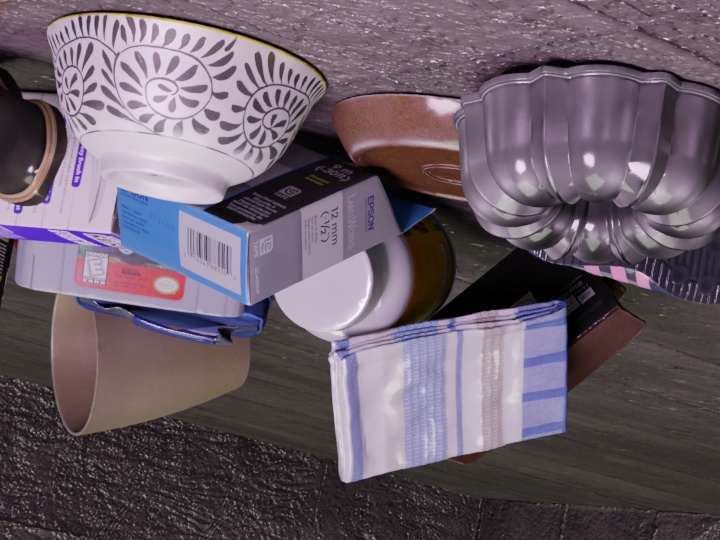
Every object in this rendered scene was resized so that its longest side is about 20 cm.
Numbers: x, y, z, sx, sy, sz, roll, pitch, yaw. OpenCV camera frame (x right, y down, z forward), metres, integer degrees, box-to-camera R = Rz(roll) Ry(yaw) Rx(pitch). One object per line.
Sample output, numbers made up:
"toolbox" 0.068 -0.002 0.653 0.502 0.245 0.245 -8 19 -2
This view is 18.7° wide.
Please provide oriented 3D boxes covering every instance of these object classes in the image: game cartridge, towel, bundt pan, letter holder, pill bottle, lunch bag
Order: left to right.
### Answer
"game cartridge" -0.188 -0.036 1.849 0.199 0.134 0.041 8 -158 -3
"lunch bag" -0.158 -0.005 1.966 0.199 0.133 0.136 11 170 -1
"pill bottle" 0.000 0.000 1.763 0.112 0.113 0.200 7 -175 18
"towel" 0.072 0.097 1.744 0.199 0.024 0.147 -11 128 -11
"letter holder" 0.139 0.069 1.857 0.200 0.101 0.142 -39 153 12
"bundt pan" 0.157 -0.060 1.433 0.201 0.076 0.202 5 160 2

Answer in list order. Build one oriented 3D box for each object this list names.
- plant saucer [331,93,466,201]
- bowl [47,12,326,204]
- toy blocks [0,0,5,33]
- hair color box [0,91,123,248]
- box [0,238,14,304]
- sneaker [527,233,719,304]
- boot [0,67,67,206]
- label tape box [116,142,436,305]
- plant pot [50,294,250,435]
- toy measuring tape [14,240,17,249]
"plant saucer" 0.074 -0.083 1.594 0.199 0.035 0.200 9 169 2
"bowl" -0.129 -0.102 1.523 0.200 0.095 0.201 10 170 2
"toy blocks" -0.276 -0.182 1.297 0.200 0.100 0.136 19 155 -41
"hair color box" -0.252 -0.081 1.717 0.199 0.110 0.065 5 169 29
"box" -0.358 -0.047 1.861 0.049 0.160 0.200 7 170 20
"sneaker" 0.211 -0.025 1.719 0.199 0.070 0.082 16 -175 -16
"boot" -0.298 -0.115 1.544 0.138 0.078 0.200 24 -174 -35
"label tape box" -0.061 -0.055 1.633 0.143 0.066 0.200 23 -143 39
"plant pot" -0.234 0.092 2.506 0.199 0.188 0.187 0 175 -25
"toy measuring tape" -0.307 -0.043 2.147 0.073 0.074 0.200 12 -173 -11
